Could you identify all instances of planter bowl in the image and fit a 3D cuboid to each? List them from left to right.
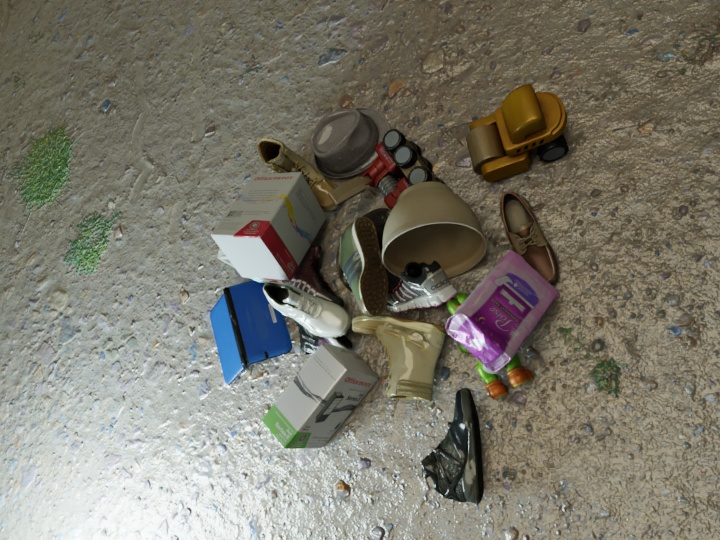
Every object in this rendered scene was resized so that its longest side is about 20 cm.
[{"bbox_3d":[0.135,-0.087,1.160,0.200,0.200,0.135,-20,55,21],"label":"planter bowl"}]

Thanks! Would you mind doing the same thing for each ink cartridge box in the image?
[{"bbox_3d":[-0.197,-0.100,1.311,0.145,0.145,0.200,4,52,32],"label":"ink cartridge box"},{"bbox_3d":[-0.077,0.255,1.188,0.084,0.145,0.200,42,97,31],"label":"ink cartridge box"}]

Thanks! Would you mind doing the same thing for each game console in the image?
[{"bbox_3d":[-0.263,0.141,1.396,0.170,0.118,0.200,-15,65,-11],"label":"game console"}]

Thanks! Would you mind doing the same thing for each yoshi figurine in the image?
[{"bbox_3d":[0.235,0.131,1.106,0.112,0.112,0.200,-23,74,-22],"label":"yoshi figurine"}]

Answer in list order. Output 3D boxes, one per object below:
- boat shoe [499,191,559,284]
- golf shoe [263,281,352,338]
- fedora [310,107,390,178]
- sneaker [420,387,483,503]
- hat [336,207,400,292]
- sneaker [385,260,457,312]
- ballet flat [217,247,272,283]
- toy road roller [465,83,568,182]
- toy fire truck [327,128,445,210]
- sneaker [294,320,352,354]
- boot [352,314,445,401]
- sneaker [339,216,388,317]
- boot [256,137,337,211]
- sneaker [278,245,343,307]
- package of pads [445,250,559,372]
[{"bbox_3d":[0.311,-0.062,1.120,0.076,0.072,0.200,-29,67,17],"label":"boat shoe"},{"bbox_3d":[-0.116,0.078,1.208,0.200,0.097,0.078,20,80,22],"label":"golf shoe"},{"bbox_3d":[-0.038,-0.311,1.370,0.200,0.090,0.177,-27,65,18],"label":"fedora"},{"bbox_3d":[0.163,0.317,1.083,0.114,0.076,0.200,-4,79,20],"label":"sneaker"},{"bbox_3d":[0.015,-0.049,1.269,0.200,0.081,0.201,-9,70,26],"label":"hat"},{"bbox_3d":[0.102,0.027,1.149,0.200,0.074,0.088,-15,96,58],"label":"sneaker"},{"bbox_3d":[-0.276,-0.030,1.414,0.200,0.069,0.070,25,87,37],"label":"ballet flat"},{"bbox_3d":[0.297,-0.275,1.150,0.200,0.146,0.123,-19,67,22],"label":"toy road roller"},{"bbox_3d":[0.052,-0.181,1.272,0.200,0.129,0.176,-40,61,20],"label":"toy fire truck"},{"bbox_3d":[-0.114,0.134,1.289,0.200,0.076,0.088,44,103,31],"label":"sneaker"},{"bbox_3d":[0.062,0.173,1.175,0.199,0.073,0.156,7,77,25],"label":"boot"},{"bbox_3d":[0.000,0.000,1.194,0.090,0.067,0.201,-24,71,56],"label":"sneaker"},{"bbox_3d":[-0.142,-0.222,1.360,0.073,0.155,0.200,-48,60,7],"label":"boot"},{"bbox_3d":[-0.101,0.003,1.322,0.200,0.076,0.116,27,76,24],"label":"sneaker"},{"bbox_3d":[0.252,0.067,1.042,0.120,0.076,0.200,41,57,9],"label":"package of pads"}]
